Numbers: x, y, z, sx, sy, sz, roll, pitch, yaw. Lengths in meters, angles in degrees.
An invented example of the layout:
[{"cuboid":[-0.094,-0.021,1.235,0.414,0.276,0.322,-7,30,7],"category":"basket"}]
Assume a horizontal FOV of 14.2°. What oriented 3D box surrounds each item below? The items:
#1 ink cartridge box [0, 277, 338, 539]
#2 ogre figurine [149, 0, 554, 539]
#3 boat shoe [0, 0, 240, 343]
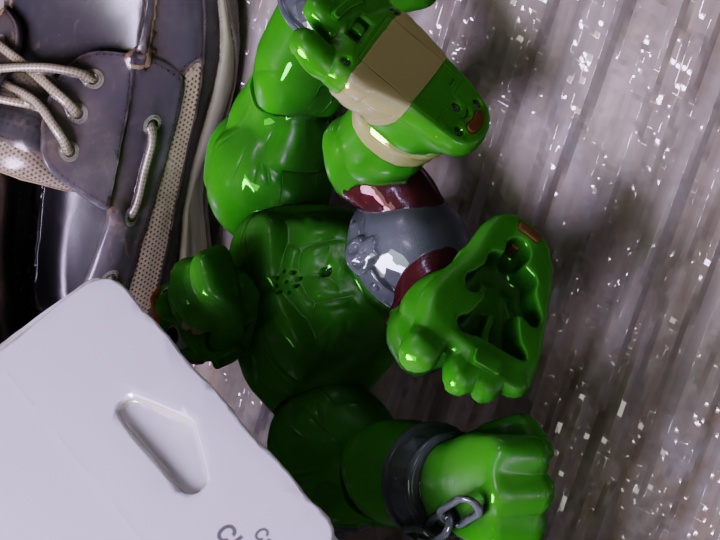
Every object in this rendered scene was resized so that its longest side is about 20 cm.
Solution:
[{"cuboid":[-0.043,0.118,0.875,0.145,0.083,0.200,44,166,40],"category":"ink cartridge box"},{"cuboid":[0.000,0.000,0.865,0.200,0.098,0.120,60,141,10],"category":"ogre figurine"},{"cuboid":[-0.087,-0.048,0.927,0.074,0.073,0.201,14,117,31],"category":"boat shoe"}]
